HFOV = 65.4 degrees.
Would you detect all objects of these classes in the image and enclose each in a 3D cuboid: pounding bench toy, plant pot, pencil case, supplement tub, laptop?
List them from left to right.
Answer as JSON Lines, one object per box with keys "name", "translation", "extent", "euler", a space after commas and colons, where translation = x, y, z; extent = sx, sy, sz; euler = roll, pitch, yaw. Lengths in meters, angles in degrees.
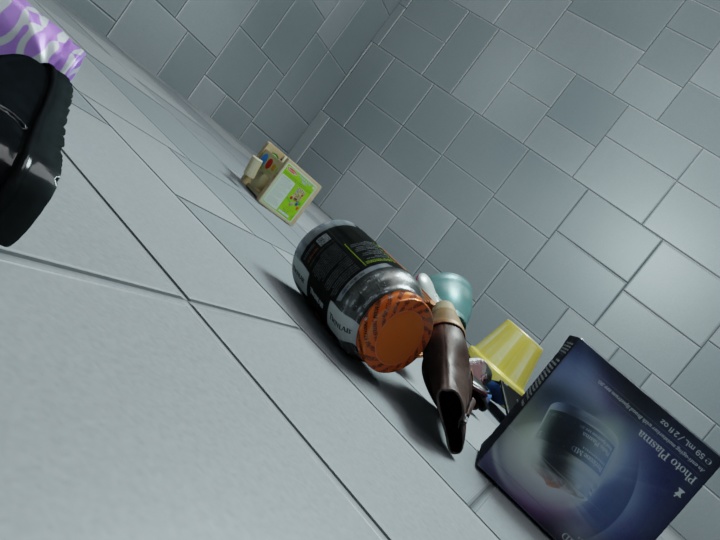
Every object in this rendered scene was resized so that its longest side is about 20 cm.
{"name": "pencil case", "translation": [-0.355, -0.232, 0.509], "extent": [0.198, 0.083, 0.087], "euler": [36, 41, -30]}
{"name": "pounding bench toy", "translation": [-0.227, -0.239, 1.393], "extent": [0.199, 0.125, 0.156], "euler": [36, 6, -44]}
{"name": "supplement tub", "translation": [0.000, 0.029, 0.705], "extent": [0.122, 0.123, 0.200], "euler": [36, 6, -39]}
{"name": "plant pot", "translation": [0.259, 0.127, 1.736], "extent": [0.199, 0.199, 0.136], "euler": [37, 32, -31]}
{"name": "laptop", "translation": [0.329, 0.335, 1.283], "extent": [0.186, 0.115, 0.204], "euler": [37, 34, -33]}
{"name": "plant pot", "translation": [0.404, 0.253, 1.573], "extent": [0.200, 0.190, 0.201], "euler": [39, 3, -3]}

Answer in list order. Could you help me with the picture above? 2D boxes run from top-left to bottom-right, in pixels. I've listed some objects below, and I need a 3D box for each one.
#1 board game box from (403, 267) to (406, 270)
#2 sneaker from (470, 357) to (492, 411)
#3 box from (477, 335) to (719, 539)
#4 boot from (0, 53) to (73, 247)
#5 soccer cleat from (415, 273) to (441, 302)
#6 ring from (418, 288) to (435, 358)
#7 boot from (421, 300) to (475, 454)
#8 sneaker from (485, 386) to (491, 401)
{"name": "board game box", "translation": [0.000, 0.000, 1.057], "extent": [0.131, 0.030, 0.199], "euler": [-7, -14, 20]}
{"name": "sneaker", "translation": [0.213, 0.223, 1.061], "extent": [0.197, 0.076, 0.116], "euler": [21, 22, -45]}
{"name": "box", "translation": [0.280, 0.224, 0.688], "extent": [0.199, 0.200, 0.123], "euler": [40, 7, 15]}
{"name": "boot", "translation": [-0.244, -0.114, 0.290], "extent": [0.168, 0.076, 0.201], "euler": [42, 9, -41]}
{"name": "soccer cleat", "translation": [0.171, 0.096, 1.236], "extent": [0.084, 0.070, 0.205], "euler": [1, -60, 29]}
{"name": "ring", "translation": [0.048, 0.054, 0.879], "extent": [0.195, 0.020, 0.203], "euler": [19, 34, -13]}
{"name": "boot", "translation": [0.108, 0.160, 0.702], "extent": [0.168, 0.070, 0.204], "euler": [-80, 162, -55]}
{"name": "sneaker", "translation": [0.212, 0.195, 1.187], "extent": [0.199, 0.078, 0.070], "euler": [40, 4, -3]}
